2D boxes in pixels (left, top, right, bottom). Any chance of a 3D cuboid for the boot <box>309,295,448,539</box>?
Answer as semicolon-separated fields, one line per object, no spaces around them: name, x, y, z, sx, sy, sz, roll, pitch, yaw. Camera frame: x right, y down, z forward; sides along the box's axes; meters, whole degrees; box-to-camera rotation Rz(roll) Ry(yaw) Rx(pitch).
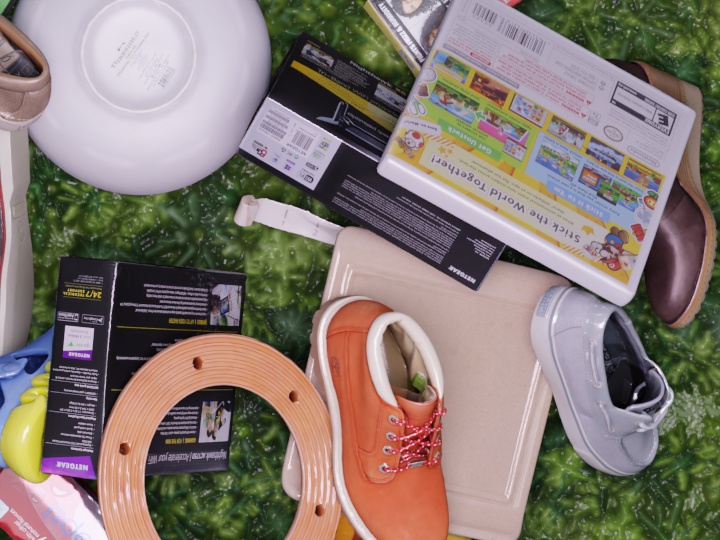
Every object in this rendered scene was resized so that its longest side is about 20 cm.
boot;0.026;0.117;1.646;0.075;0.107;0.201;-20;99;-24

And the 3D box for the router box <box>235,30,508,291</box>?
router box;0.018;-0.082;1.721;0.199;0.157;0.052;30;113;-4

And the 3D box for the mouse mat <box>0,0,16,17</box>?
mouse mat;-0.348;-0.228;1.730;0.199;0.008;0.161;31;62;-5

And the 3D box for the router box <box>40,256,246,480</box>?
router box;-0.151;0.069;1.689;0.051;0.200;0.150;5;89;24

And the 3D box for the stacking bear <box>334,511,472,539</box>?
stacking bear;0.040;0.226;1.754;0.113;0.121;0.201;-28;81;-41

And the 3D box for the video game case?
video game case;0.128;-0.091;1.687;0.199;0.023;0.183;29;54;-7

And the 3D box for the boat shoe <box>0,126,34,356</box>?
boat shoe;-0.277;-0.025;1.740;0.062;0.071;0.201;0;95;6

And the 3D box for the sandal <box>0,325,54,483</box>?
sandal;-0.231;0.074;1.694;0.087;0.200;0.080;7;116;16

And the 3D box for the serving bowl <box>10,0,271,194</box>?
serving bowl;-0.163;-0.156;1.752;0.199;0.066;0.202;0;91;-6

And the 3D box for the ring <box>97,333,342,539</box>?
ring;-0.096;0.144;1.635;0.199;0.019;0.202;4;83;-35

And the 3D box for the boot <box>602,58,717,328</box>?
boot;0.177;-0.061;1.765;0.165;0.072;0.201;6;75;-23

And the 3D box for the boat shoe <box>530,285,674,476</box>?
boat shoe;0.187;0.089;1.733;0.070;0.071;0.201;-57;139;-25

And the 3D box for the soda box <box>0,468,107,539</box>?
soda box;-0.192;0.211;1.749;0.063;0.070;0.200;-45;94;-4

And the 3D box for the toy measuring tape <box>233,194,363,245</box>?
toy measuring tape;0.000;0.000;1.762;0.199;0.074;0.074;18;89;-8

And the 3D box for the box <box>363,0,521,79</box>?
box;0.102;-0.231;1.783;0.200;0.050;0.075;-37;93;-4

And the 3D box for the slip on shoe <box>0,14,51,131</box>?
slip on shoe;-0.301;-0.181;1.688;0.200;0.061;0.076;43;61;2

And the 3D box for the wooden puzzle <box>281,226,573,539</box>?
wooden puzzle;0.048;0.083;1.726;0.184;0.037;0.201;13;88;-13
